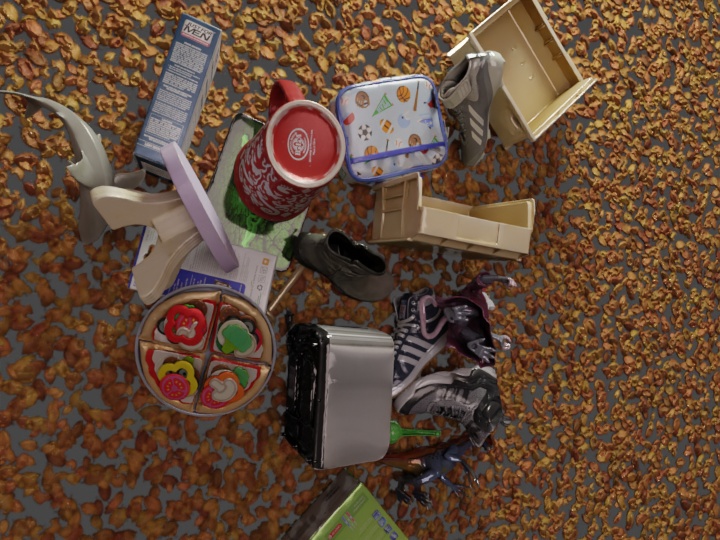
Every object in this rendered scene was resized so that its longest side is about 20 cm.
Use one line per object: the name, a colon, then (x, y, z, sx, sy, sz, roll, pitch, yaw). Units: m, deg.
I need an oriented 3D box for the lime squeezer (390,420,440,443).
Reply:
lime squeezer: (0.049, 0.258, 0.941, 0.197, 0.069, 0.039, 10, 69, -50)

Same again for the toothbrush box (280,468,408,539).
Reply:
toothbrush box: (-0.003, 0.436, 0.900, 0.145, 0.086, 0.202, -42, 101, -17)

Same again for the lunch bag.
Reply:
lunch bag: (0.050, -0.222, 0.958, 0.194, 0.075, 0.166, -13, 94, -19)

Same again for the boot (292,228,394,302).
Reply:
boot: (0.000, 0.000, 0.884, 0.197, 0.129, 0.070, 27, 78, -32)

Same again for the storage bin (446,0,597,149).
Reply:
storage bin: (0.285, -0.357, 1.032, 0.198, 0.093, 0.202, -41, 101, -17)

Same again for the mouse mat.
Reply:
mouse mat: (-0.152, -0.119, 0.912, 0.157, 0.007, 0.206, 21, 79, -19)

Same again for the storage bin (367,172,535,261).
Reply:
storage bin: (0.134, -0.077, 0.917, 0.193, 0.198, 0.097, 9, 88, -20)

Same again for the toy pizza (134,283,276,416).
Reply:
toy pizza: (-0.214, 0.118, 0.823, 0.193, 0.032, 0.207, -4, 110, -10)

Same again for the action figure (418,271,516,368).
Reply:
action figure: (0.175, 0.075, 0.950, 0.143, 0.200, 0.139, 2, 108, 12)

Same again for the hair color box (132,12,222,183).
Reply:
hair color box: (-0.253, -0.235, 0.828, 0.059, 0.100, 0.207, 19, 81, -14)

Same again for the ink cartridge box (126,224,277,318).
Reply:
ink cartridge box: (-0.222, 0.005, 0.849, 0.193, 0.037, 0.098, 14, 77, -10)

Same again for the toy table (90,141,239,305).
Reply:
toy table: (-0.240, -0.053, 0.748, 0.114, 0.185, 0.203, -25, 133, -8)

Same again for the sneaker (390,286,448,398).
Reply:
sneaker: (0.065, 0.111, 0.947, 0.199, 0.069, 0.110, -39, 106, -25)

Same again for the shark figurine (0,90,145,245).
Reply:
shark figurine: (-0.372, -0.151, 0.767, 0.125, 0.090, 0.220, -22, 103, 11)

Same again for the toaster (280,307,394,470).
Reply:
toaster: (-0.040, 0.162, 0.851, 0.115, 0.180, 0.208, 4, 87, -22)

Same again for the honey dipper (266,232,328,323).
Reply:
honey dipper: (-0.110, 0.020, 0.908, 0.038, 0.038, 0.202, 39, 71, -14)

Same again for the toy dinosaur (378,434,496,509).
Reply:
toy dinosaur: (0.136, 0.301, 0.962, 0.201, 0.105, 0.181, 49, 53, 0)

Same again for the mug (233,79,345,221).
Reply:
mug: (-0.109, -0.169, 0.821, 0.131, 0.199, 0.182, -30, 97, -18)

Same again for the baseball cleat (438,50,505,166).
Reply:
baseball cleat: (0.169, -0.259, 0.964, 0.103, 0.071, 0.204, -7, 133, -14)

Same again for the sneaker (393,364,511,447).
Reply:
sneaker: (0.154, 0.225, 0.951, 0.194, 0.077, 0.116, -8, 54, -24)
